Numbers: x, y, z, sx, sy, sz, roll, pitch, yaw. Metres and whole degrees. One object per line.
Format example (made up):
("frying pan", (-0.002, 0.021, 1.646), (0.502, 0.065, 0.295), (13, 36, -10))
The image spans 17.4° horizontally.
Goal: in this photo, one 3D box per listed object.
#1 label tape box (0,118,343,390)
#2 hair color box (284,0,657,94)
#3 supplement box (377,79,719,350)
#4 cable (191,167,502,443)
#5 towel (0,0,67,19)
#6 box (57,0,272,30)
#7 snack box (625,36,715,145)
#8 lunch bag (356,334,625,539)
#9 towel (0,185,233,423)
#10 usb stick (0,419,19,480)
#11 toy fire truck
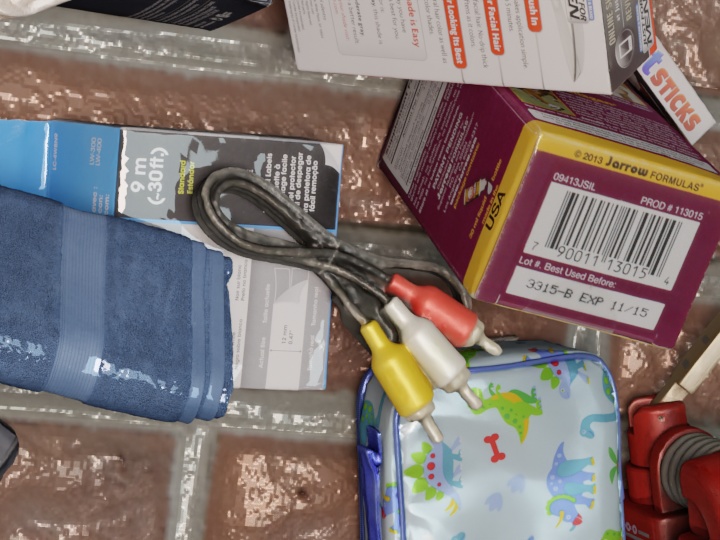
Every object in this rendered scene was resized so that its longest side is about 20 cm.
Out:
("label tape box", (-0.115, -0.009, 1.331), (0.199, 0.066, 0.145), (3, 95, -23))
("hair color box", (0.054, -0.163, 1.272), (0.064, 0.199, 0.112), (-42, 131, -46))
("supplement box", (0.105, -0.053, 1.328), (0.130, 0.200, 0.104), (14, 109, -21))
("cable", (0.000, 0.000, 1.314), (0.200, 0.050, 0.097), (46, 60, -18))
("towel", (-0.132, -0.213, 1.187), (0.199, 0.034, 0.133), (-26, 99, -20))
("box", (-0.139, -0.245, 1.260), (0.181, 0.104, 0.202), (7, 85, -22))
("snack box", (0.141, -0.152, 1.367), (0.024, 0.072, 0.200), (-42, 133, 2))
("lunch bag", (0.075, 0.143, 1.412), (0.160, 0.082, 0.202), (-7, 99, -21))
("towel", (-0.162, 0.017, 1.235), (0.199, 0.049, 0.112), (16, 51, -22))
("usb stick", (-0.273, 0.055, 1.294), (0.200, 0.033, 0.056), (43, 82, -20))
("toy fire truck", (0.219, 0.113, 1.413), (0.128, 0.176, 0.202), (-11, 100, -19))
